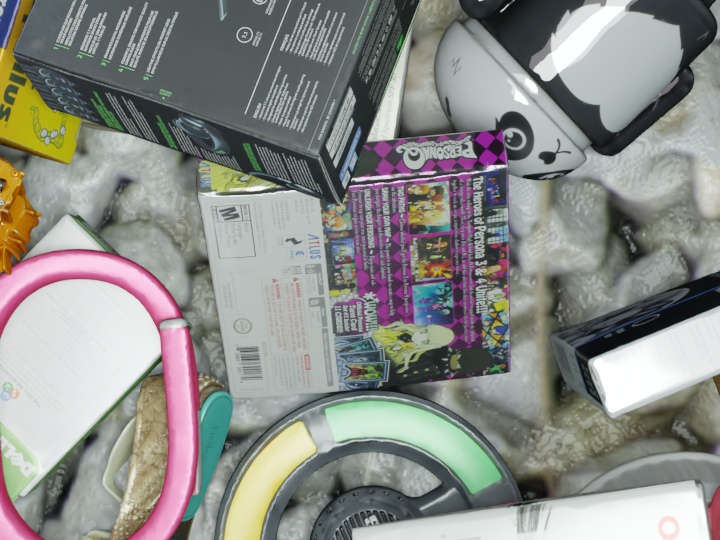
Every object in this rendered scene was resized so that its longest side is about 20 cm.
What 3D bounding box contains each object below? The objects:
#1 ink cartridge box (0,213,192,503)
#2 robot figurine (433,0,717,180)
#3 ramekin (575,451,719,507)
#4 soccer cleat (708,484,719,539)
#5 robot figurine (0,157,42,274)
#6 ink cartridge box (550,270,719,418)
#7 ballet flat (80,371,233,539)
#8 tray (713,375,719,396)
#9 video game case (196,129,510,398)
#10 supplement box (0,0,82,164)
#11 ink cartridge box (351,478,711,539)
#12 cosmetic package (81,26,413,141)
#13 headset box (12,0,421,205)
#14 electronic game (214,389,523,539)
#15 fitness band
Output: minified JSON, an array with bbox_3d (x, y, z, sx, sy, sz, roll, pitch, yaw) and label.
[{"bbox_3d":[-0.211,0.071,1.506,0.104,0.059,0.200,44,90,1],"label":"ink cartridge box"},{"bbox_3d":[0.137,-0.146,1.472,0.200,0.125,0.150,-44,92,6],"label":"robot figurine"},{"bbox_3d":[0.202,0.215,1.489,0.201,0.094,0.204,0,90,0],"label":"ramekin"},{"bbox_3d":[0.240,0.219,1.416,0.076,0.067,0.201,-3,89,-18],"label":"soccer cleat"},{"bbox_3d":[-0.289,-0.065,1.413,0.199,0.145,0.058,21,77,4],"label":"robot figurine"},{"bbox_3d":[0.220,0.027,1.440,0.199,0.198,0.044,-20,93,-1],"label":"ink cartridge box"},{"bbox_3d":[-0.137,0.157,1.512,0.065,0.070,0.201,17,86,27],"label":"ballet flat"},{"bbox_3d":[0.317,0.032,1.489,0.199,0.099,0.037,-20,88,0],"label":"tray"},{"bbox_3d":[0.000,0.000,1.451,0.180,0.200,0.036,-5,51,0],"label":"video game case"},{"bbox_3d":[-0.263,-0.148,1.449,0.199,0.109,0.109,17,89,24],"label":"supplement box"},{"bbox_3d":[0.107,0.203,1.365,0.199,0.084,0.147,-8,84,10],"label":"ink cartridge box"},{"bbox_3d":[-0.071,-0.125,1.503,0.199,0.071,0.106,8,89,0],"label":"cosmetic package"},{"bbox_3d":[-0.078,-0.155,1.354,0.199,0.093,0.175,18,77,12],"label":"headset box"},{"bbox_3d":[0.007,0.175,1.512,0.199,0.042,0.201,0,91,-1],"label":"electronic game"},{"bbox_3d":[-0.169,0.087,1.457,0.143,0.037,0.201,-4,88,0],"label":"fitness band"}]
